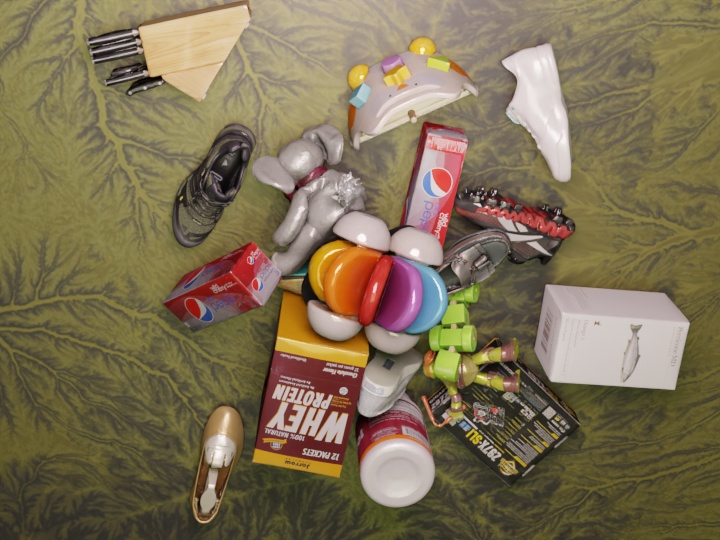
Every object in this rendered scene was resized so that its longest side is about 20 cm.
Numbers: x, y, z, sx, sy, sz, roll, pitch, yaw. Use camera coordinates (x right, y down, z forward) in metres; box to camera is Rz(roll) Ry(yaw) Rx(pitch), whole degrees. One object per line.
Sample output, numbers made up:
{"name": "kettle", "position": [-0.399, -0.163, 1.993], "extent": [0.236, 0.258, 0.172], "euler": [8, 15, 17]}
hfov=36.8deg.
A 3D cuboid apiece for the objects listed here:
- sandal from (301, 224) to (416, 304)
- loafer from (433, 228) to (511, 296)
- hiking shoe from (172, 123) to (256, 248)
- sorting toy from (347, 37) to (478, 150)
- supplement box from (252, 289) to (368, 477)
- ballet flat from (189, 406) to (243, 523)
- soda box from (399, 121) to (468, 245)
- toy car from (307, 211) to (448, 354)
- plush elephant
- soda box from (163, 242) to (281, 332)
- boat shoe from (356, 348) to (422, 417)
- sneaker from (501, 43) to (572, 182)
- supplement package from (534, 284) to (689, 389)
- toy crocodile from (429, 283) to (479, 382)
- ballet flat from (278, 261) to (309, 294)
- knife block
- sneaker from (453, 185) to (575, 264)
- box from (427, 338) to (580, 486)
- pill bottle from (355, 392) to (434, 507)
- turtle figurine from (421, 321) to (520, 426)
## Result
{"name": "sandal", "position": [0.000, -0.001, 1.560], "extent": [0.199, 0.048, 0.075], "euler": [-28, 129, 12]}
{"name": "loafer", "position": [0.132, 0.011, 1.567], "extent": [0.199, 0.063, 0.072], "euler": [-28, 116, 16]}
{"name": "hiking shoe", "position": [-0.218, -0.115, 1.552], "extent": [0.075, 0.101, 0.201], "euler": [26, 107, -12]}
{"name": "sorting toy", "position": [0.064, -0.236, 1.482], "extent": [0.198, 0.180, 0.108], "euler": [-23, 111, 5]}
{"name": "supplement box", "position": [-0.074, 0.162, 1.612], "extent": [0.131, 0.198, 0.202], "euler": [11, 110, -5]}
{"name": "ballet flat", "position": [-0.229, 0.317, 1.735], "extent": [0.068, 0.063, 0.202], "euler": [11, 109, -8]}
{"name": "soda box", "position": [0.103, -0.110, 1.590], "extent": [0.063, 0.070, 0.202], "euler": [11, 111, -6]}
{"name": "toy car", "position": [0.032, 0.026, 1.464], "extent": [0.198, 0.150, 0.177], "euler": [15, 97, -21]}
{"name": "plush elephant", "position": [-0.074, -0.115, 1.543], "extent": [0.164, 0.155, 0.200], "euler": [-25, 159, -31]}
{"name": "soda box", "position": [-0.201, 0.027, 1.562], "extent": [0.070, 0.064, 0.199], "euler": [47, 142, -18]}
{"name": "boat shoe", "position": [0.037, 0.164, 1.628], "extent": [0.070, 0.201, 0.072], "euler": [27, 110, 11]}
{"name": "sneaker", "position": [0.256, -0.222, 1.567], "extent": [0.088, 0.075, 0.202], "euler": [-11, 106, 14]}
{"name": "supplement package", "position": [0.383, 0.102, 1.663], "extent": [0.198, 0.117, 0.118], "euler": [4, 110, -5]}
{"name": "toy crocodile", "position": [0.143, 0.066, 1.623], "extent": [0.067, 0.062, 0.202], "euler": [-2, 69, 19]}
{"name": "ballet flat", "position": [-0.040, 0.011, 1.628], "extent": [0.198, 0.071, 0.071], "euler": [-14, 111, -1]}
{"name": "knife block", "position": [-0.268, -0.324, 1.490], "extent": [0.175, 0.064, 0.201], "euler": [31, 106, -15]}
{"name": "sneaker", "position": [0.220, -0.061, 1.606], "extent": [0.199, 0.071, 0.099], "euler": [15, 113, -22]}
{"name": "box", "position": [0.230, 0.230, 1.739], "extent": [0.200, 0.049, 0.160], "euler": [42, 105, -17]}
{"name": "pill bottle", "position": [0.049, 0.263, 1.658], "extent": [0.112, 0.200, 0.114], "euler": [-1, 111, -3]}
{"name": "turtle figurine", "position": [0.161, 0.140, 1.656], "extent": [0.160, 0.064, 0.202], "euler": [-4, 90, 17]}
